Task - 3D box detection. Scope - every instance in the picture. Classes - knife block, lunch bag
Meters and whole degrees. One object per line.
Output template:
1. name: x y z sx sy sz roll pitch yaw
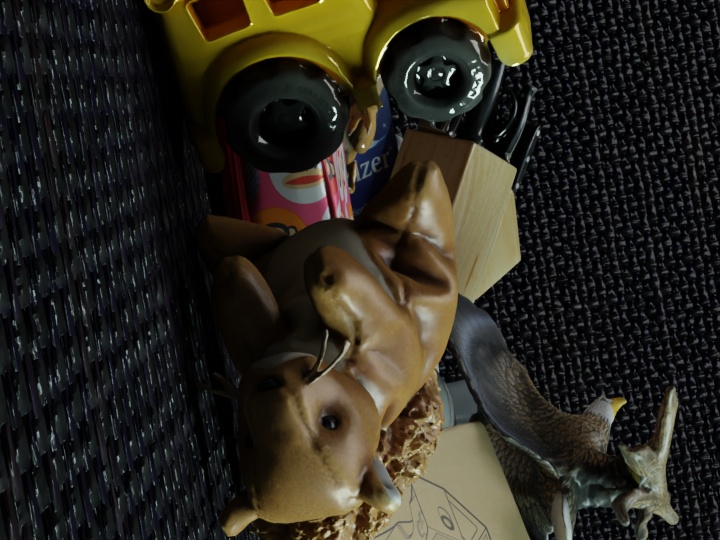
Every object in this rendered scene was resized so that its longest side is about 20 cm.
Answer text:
1. knife block: 0.059 -0.065 1.480 0.200 0.064 0.176 -39 130 -40
2. lunch bag: -0.040 -0.028 1.287 0.200 0.082 0.177 26 54 -87

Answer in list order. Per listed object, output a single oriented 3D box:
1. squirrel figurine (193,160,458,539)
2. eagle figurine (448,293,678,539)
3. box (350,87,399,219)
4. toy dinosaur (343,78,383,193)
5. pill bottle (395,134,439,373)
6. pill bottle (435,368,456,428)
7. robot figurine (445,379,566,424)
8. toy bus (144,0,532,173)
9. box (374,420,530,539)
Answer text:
1. squirrel figurine: -0.011 0.075 1.051 0.187 0.141 0.201 -86 164 -52
2. eagle figurine: 0.127 0.117 1.399 0.151 0.199 0.152 8 101 -59
3. box: -0.026 -0.085 1.473 0.032 0.121 0.201 11 -60 49
4. toy dinosaur: -0.005 -0.111 1.440 0.201 0.060 0.106 -63 167 -17
5. pill bottle: 0.000 0.000 1.608 0.114 0.113 0.201 -91 171 -70
6. pill bottle: 0.008 0.104 1.425 0.200 0.114 0.115 56 24 -81
7. robot figurine: 0.074 0.150 1.666 0.170 0.199 0.113 65 15 -74
8. toy bus: -0.026 -0.174 1.084 0.136 0.199 0.193 -97 168 -53
9. box: 0.038 0.183 1.261 0.199 0.021 0.164 -5 70 -47
